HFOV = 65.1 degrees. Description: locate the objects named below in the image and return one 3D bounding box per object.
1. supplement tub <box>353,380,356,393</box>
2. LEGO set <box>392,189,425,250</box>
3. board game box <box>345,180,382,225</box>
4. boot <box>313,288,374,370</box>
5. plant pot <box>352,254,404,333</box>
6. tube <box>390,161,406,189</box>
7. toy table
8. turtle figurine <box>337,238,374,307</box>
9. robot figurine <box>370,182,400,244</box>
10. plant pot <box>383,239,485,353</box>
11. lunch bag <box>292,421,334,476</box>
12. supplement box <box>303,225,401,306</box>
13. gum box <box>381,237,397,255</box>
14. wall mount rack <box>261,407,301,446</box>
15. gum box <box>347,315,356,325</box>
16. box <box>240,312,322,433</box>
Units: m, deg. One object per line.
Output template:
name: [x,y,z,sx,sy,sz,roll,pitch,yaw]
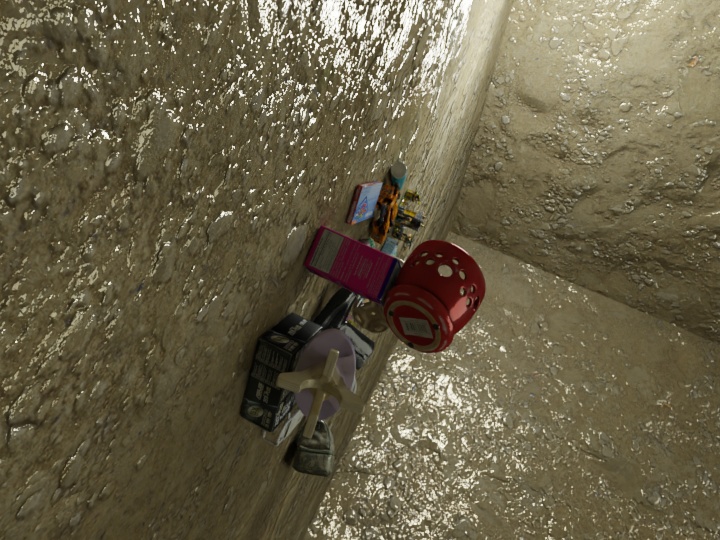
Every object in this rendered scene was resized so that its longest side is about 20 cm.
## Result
supplement tub: [-0.091,0.270,1.487,0.143,0.137,0.202,-61,151,-25]
LEGO set: [0.197,-0.188,2.103,0.155,0.113,0.204,-55,163,-45]
board game box: [0.012,-0.186,1.530,0.200,0.019,0.106,-34,142,-70]
boot: [-0.021,0.158,1.552,0.165,0.200,0.066,-45,-150,0]
plant pot: [0.060,0.085,1.742,0.185,0.195,0.205,-60,167,-53]
tube: [0.123,-0.291,1.791,0.079,0.050,0.200,-60,173,-2]
toy table: [-0.075,0.233,1.146,0.117,0.178,0.207,-78,175,-77]
turtle figurine: [0.000,0.000,1.615,0.202,0.098,0.152,-76,-167,-55]
robot figurine: [0.075,-0.178,1.728,0.202,0.057,0.147,94,21,-56]
plant pot: [0.158,0.063,1.262,0.183,0.197,0.204,-45,157,-39]
lunch bag: [-0.149,0.590,1.888,0.201,0.135,0.173,90,9,-67]
supplement box: [-0.016,-0.010,1.288,0.106,0.196,0.101,-64,167,-6]
gum box: [0.078,0.006,2.091,0.171,0.044,0.204,83,32,-66]
wall mount rack: [-0.188,0.351,1.469,0.178,0.073,0.200,-69,169,16]
gum box: [-0.074,0.180,1.669,0.116,0.065,0.200,-66,168,-6]
box: [-0.175,0.223,1.256,0.164,0.084,0.205,-40,149,-65]
